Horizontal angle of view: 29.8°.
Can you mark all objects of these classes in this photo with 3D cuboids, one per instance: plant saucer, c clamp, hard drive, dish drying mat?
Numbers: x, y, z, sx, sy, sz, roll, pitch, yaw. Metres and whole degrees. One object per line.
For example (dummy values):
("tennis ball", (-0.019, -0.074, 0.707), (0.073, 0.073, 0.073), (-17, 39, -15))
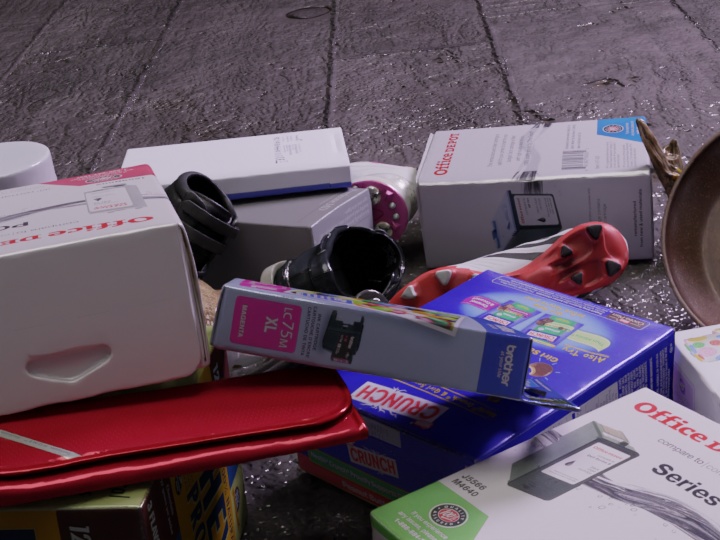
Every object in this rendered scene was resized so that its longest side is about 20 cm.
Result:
("plant saucer", (0.323, -0.026, 0.994), (0.199, 0.202, 0.037), (7, -15, 29))
("c clamp", (-0.043, 0.055, 0.941), (0.170, 0.027, 0.200), (-29, -1, -27))
("hard drive", (-0.111, -0.091, 1.197), (0.198, 0.026, 0.132), (-6, 20, -2))
("dish drying mat", (-0.101, 0.080, 0.685), (0.198, 0.018, 0.077), (-9, 24, -14))

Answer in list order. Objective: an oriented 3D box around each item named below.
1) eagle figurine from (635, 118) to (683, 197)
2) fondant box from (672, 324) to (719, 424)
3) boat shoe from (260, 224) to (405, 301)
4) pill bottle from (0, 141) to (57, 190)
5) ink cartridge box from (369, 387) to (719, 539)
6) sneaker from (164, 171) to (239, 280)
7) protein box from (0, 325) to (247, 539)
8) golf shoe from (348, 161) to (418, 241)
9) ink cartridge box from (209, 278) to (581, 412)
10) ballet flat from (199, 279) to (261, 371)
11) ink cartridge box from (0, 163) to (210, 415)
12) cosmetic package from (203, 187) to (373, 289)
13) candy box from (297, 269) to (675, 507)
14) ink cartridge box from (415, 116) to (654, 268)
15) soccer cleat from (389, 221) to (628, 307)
("eagle figurine", (0.347, -0.078, 1.095), (0.199, 0.152, 0.152), (-20, 50, 19))
("fondant box", (0.313, 0.078, 0.857), (0.198, 0.059, 0.144), (-9, 24, -5))
("boat shoe", (-0.001, -0.002, 1.054), (0.066, 0.075, 0.199), (-25, -9, 28))
("pill bottle", (-0.246, 0.015, 0.981), (0.112, 0.202, 0.113), (-6, 24, 3))
("ink cartridge box", (0.127, 0.152, 0.709), (0.199, 0.085, 0.145), (-20, 27, -27))
("sneaker", (-0.141, 0.000, 1.050), (0.099, 0.070, 0.201), (-40, 39, 27))
("protein box", (-0.183, 0.137, 0.766), (0.198, 0.136, 0.199), (-3, 24, 8))
("golf shoe", (-0.030, -0.061, 1.239), (0.198, 0.076, 0.091), (3, 26, 30))
("ink cartridge box", (0.020, 0.039, 0.760), (0.198, 0.042, 0.119), (12, 1, -3))
("ballet flat", (-0.093, 0.040, 0.926), (0.065, 0.071, 0.200), (2, 4, 2))
("ink cartridge box", (-0.171, 0.005, 0.767), (0.145, 0.084, 0.200), (-11, 15, -12))
("cosmetic package", (-0.095, -0.024, 1.170), (0.198, 0.091, 0.107), (2, 22, 28))
("candy box", (0.081, 0.084, 0.885), (0.199, 0.078, 0.168), (-25, 30, -37))
("ink cartridge box", (0.158, -0.071, 1.202), (0.198, 0.087, 0.147), (-4, 24, 12))
("soccer cleat", (0.114, 0.016, 1.055), (0.198, 0.069, 0.085), (-22, -9, 0))
